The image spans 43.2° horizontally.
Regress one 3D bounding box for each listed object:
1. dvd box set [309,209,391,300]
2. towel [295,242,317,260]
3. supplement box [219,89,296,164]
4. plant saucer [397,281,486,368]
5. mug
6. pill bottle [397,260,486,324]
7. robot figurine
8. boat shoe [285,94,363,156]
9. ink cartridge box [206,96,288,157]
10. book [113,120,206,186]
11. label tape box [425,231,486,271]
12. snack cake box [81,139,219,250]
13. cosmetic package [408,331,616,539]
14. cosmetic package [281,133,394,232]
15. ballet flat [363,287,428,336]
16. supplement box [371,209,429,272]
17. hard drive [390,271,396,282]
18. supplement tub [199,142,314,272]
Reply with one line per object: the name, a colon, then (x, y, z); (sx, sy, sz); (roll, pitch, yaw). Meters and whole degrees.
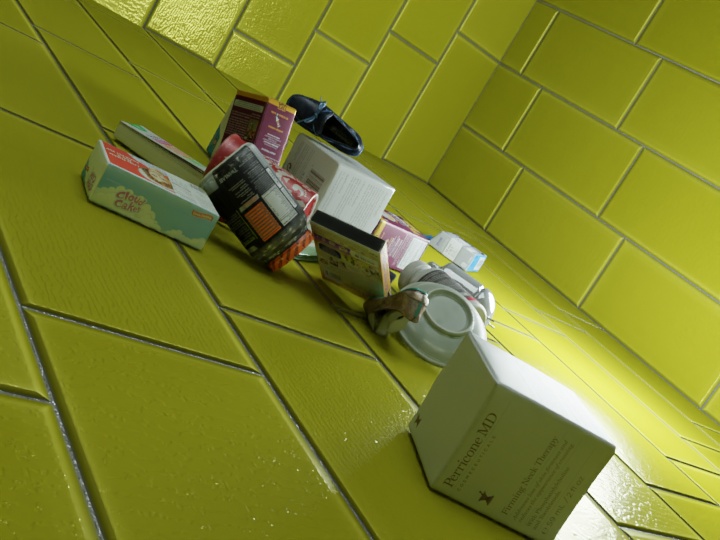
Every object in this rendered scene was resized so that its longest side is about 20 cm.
dvd box set: (-0.014, -0.017, 1.633); (0.144, 0.030, 0.201); (25, -25, 19)
towel: (-0.163, -0.081, 1.828); (0.199, 0.024, 0.152); (41, 15, 23)
supplement box: (-0.222, -0.255, 1.868); (0.109, 0.204, 0.085); (21, 4, 43)
plant saucer: (0.156, 0.090, 1.698); (0.196, 0.051, 0.203); (15, 45, -15)
mug: (-0.200, -0.133, 1.725); (0.198, 0.179, 0.134); (31, -20, 4)
pill bottle: (0.162, 0.065, 1.880); (0.110, 0.112, 0.200); (20, 18, -44)
robot figurine: (0.218, 0.063, 2.026); (0.199, 0.114, 0.169); (36, 6, 15)
boat shoe: (-0.074, -0.329, 1.994); (0.197, 0.085, 0.069); (28, -1, -1)
ink cartridge box: (-0.260, -0.283, 2.063); (0.083, 0.146, 0.200); (24, 15, -35)
book: (-0.374, -0.221, 1.785); (0.198, 0.049, 0.134); (32, 8, 4)
label tape box: (0.292, -0.078, 2.882); (0.199, 0.067, 0.143); (39, 13, 19)
snack cake box: (-0.330, -0.118, 1.428); (0.198, 0.068, 0.115); (26, 15, -31)
cosmetic package: (0.197, 0.223, 1.223); (0.197, 0.169, 0.167); (28, 13, -16)
cosmetic package: (-0.067, -0.173, 2.038); (0.198, 0.169, 0.166); (20, 15, -47)
ballet flat: (0.051, 0.079, 1.607); (0.067, 0.069, 0.199); (23, -20, -18)
supplement box: (0.051, -0.083, 2.189); (0.198, 0.104, 0.131); (20, 16, -49)
hard drive: (0.000, 0.000, 1.878); (0.134, 0.043, 0.200); (35, 12, 8)
supplement tub: (-0.175, -0.106, 1.561); (0.201, 0.122, 0.123); (53, 9, -9)
